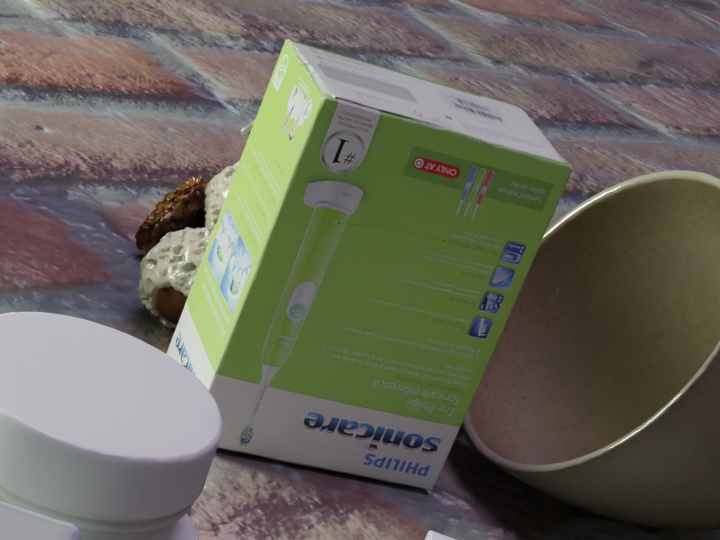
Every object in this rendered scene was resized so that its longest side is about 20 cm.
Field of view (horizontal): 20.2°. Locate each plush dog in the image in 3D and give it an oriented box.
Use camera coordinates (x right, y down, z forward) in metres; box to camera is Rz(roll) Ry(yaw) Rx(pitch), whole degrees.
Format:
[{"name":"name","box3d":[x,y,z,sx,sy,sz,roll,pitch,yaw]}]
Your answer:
[{"name":"plush dog","box3d":[-0.038,-0.029,1.217,0.199,0.162,0.172,14,-2,-20]}]

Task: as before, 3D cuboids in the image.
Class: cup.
[{"name":"cup","box3d":[0.175,0.066,1.143,0.143,0.200,0.201,43,9,-29]}]

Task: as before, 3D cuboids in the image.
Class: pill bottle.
[{"name":"pill bottle","box3d":[-0.115,0.121,0.640,0.112,0.201,0.112,20,20,-7]}]

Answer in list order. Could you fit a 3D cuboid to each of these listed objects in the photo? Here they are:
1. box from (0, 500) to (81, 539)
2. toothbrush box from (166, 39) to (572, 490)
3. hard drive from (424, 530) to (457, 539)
[{"name":"box","box3d":[-0.197,0.142,0.502,0.199,0.200,0.131,19,21,-7]},{"name":"toothbrush box","box3d":[0.000,0.000,1.066,0.145,0.201,0.086,13,21,-23]},{"name":"hard drive","box3d":[0.121,0.194,0.955,0.199,0.026,0.132,20,20,-5]}]
